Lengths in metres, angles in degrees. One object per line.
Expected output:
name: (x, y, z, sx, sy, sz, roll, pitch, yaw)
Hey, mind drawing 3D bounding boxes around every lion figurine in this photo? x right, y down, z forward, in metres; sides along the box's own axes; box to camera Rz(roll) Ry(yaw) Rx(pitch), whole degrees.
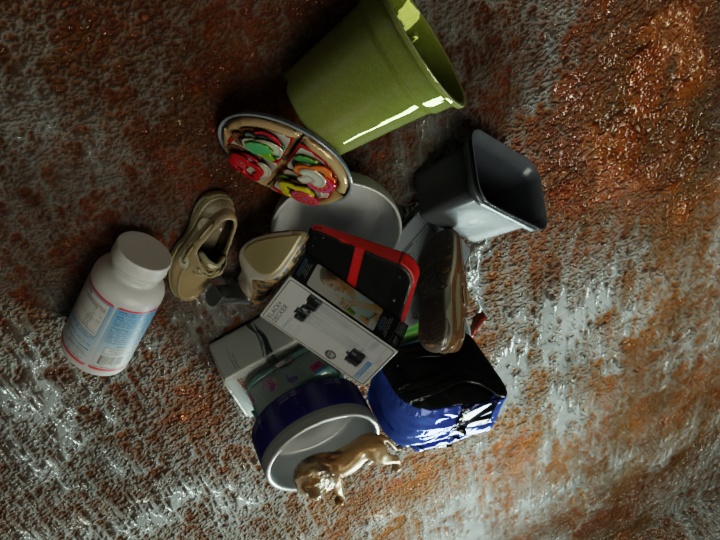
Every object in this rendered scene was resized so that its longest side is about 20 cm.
lion figurine: (-0.017, 0.303, 1.665, 0.199, 0.072, 0.123, -34, 139, -19)

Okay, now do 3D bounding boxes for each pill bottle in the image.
pill bottle: (-0.345, 0.046, 1.492, 0.108, 0.109, 0.201, 7, 129, -40)

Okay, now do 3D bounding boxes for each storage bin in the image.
storage bin: (0.184, -0.129, 1.670, 0.133, 0.147, 0.199, -21, 153, 35)

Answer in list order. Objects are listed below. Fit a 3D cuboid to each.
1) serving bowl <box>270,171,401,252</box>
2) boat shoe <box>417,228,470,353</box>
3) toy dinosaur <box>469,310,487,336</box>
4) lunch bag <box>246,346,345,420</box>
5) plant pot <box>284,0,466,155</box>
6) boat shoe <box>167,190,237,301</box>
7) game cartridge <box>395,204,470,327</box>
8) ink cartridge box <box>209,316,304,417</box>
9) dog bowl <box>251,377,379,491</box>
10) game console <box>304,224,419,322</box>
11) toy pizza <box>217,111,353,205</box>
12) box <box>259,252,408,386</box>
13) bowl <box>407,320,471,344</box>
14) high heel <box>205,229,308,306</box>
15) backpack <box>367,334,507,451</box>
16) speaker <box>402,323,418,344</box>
serving bowl: (-0.038, -0.082, 1.581, 0.197, 0.066, 0.201, -2, 139, -2)
boat shoe: (0.136, 0.035, 1.659, 0.075, 0.203, 0.071, -6, 161, 44)
toy dinosaur: (0.187, 0.154, 1.974, 0.104, 0.202, 0.181, -23, 177, -36)
lunch bag: (-0.099, 0.212, 1.745, 0.159, 0.077, 0.201, -28, 145, -2)
plant pot: (0.009, -0.251, 1.363, 0.183, 0.202, 0.200, -31, 145, 19)
boat shoe: (-0.229, -0.022, 1.534, 0.072, 0.065, 0.201, 0, 133, -35)
game cartridge: (0.086, -0.001, 1.690, 0.200, 0.134, 0.040, -47, -167, -24)
ink cartridge box: (-0.138, 0.143, 1.772, 0.199, 0.083, 0.147, -28, 144, -6)
dog bowl: (-0.074, 0.266, 1.693, 0.198, 0.079, 0.201, -19, 143, -15)
game console: (-0.009, 0.029, 1.600, 0.031, 0.175, 0.201, -61, 169, -45)
toy pizza: (-0.104, -0.141, 1.406, 0.032, 0.198, 0.201, -66, 150, -22)
box: (-0.041, 0.076, 1.593, 0.199, 0.060, 0.117, 36, 135, -7)
bowl: (0.087, 0.126, 1.857, 0.198, 0.105, 0.204, -2, 94, -22)
high heel: (-0.130, -0.009, 1.590, 0.199, 0.072, 0.142, -34, 168, 24)
backpack: (0.113, 0.213, 1.719, 0.198, 0.163, 0.169, -5, 128, -32)
speaker: (0.061, 0.084, 1.740, 0.198, 0.089, 0.089, -17, 141, -20)
